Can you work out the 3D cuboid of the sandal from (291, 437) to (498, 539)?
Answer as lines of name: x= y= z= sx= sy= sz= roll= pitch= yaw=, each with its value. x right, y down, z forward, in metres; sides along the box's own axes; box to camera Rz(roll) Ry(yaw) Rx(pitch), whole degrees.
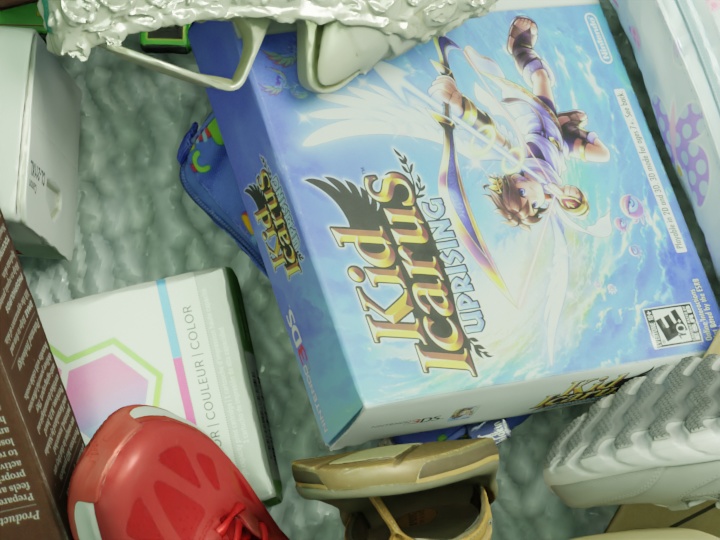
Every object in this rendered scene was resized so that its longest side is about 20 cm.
sandal: x=0.020 y=0.103 z=1.175 sx=0.080 sy=0.200 sz=0.054 roll=-9 pitch=77 yaw=3

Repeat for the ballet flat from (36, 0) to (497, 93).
ballet flat: x=-0.038 y=-0.103 z=1.162 sx=0.200 sy=0.072 sz=0.072 roll=3 pitch=81 yaw=-19

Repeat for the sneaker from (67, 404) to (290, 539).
sneaker: x=-0.029 y=0.127 z=1.167 sx=0.115 sy=0.200 sz=0.078 roll=17 pitch=71 yaw=36

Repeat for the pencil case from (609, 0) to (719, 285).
pencil case: x=0.164 y=-0.072 z=1.240 sx=0.083 sy=0.091 sz=0.200 roll=-34 pitch=66 yaw=37

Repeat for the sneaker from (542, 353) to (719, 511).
sneaker: x=0.168 y=0.081 z=1.149 sx=0.200 sy=0.075 sz=0.082 roll=-8 pitch=113 yaw=27

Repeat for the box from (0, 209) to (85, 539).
box: x=-0.177 y=0.046 z=1.153 sx=0.100 sy=0.075 sz=0.200 roll=-12 pitch=111 yaw=10

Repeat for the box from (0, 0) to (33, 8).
box: x=-0.083 y=-0.177 z=1.225 sx=0.200 sy=0.075 sz=0.100 roll=-13 pitch=97 yaw=5

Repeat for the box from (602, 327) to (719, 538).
box: x=0.178 y=0.140 z=1.212 sx=0.163 sy=0.021 sz=0.200 roll=31 pitch=111 yaw=7

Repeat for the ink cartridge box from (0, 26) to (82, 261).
ink cartridge box: x=-0.227 y=-0.059 z=1.238 sx=0.200 sy=0.146 sz=0.083 roll=4 pitch=83 yaw=3

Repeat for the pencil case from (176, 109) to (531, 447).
pencil case: x=0.000 y=0.000 z=1.253 sx=0.087 sy=0.078 sz=0.200 roll=-33 pitch=80 yaw=-26

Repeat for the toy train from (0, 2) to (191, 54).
toy train: x=-0.073 y=-0.125 z=1.296 sx=0.200 sy=0.042 sz=0.056 roll=2 pitch=92 yaw=3

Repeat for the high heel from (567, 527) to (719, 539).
high heel: x=0.095 y=0.181 z=1.182 sx=0.071 sy=0.200 sz=0.143 roll=-4 pitch=82 yaw=-43

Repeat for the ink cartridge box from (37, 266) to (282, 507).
ink cartridge box: x=-0.141 y=0.072 z=1.259 sx=0.200 sy=0.059 sz=0.104 roll=-13 pitch=83 yaw=1

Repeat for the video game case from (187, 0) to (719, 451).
video game case: x=0.042 y=-0.035 z=1.216 sx=0.181 sy=0.045 sz=0.200 roll=-9 pitch=67 yaw=-27
